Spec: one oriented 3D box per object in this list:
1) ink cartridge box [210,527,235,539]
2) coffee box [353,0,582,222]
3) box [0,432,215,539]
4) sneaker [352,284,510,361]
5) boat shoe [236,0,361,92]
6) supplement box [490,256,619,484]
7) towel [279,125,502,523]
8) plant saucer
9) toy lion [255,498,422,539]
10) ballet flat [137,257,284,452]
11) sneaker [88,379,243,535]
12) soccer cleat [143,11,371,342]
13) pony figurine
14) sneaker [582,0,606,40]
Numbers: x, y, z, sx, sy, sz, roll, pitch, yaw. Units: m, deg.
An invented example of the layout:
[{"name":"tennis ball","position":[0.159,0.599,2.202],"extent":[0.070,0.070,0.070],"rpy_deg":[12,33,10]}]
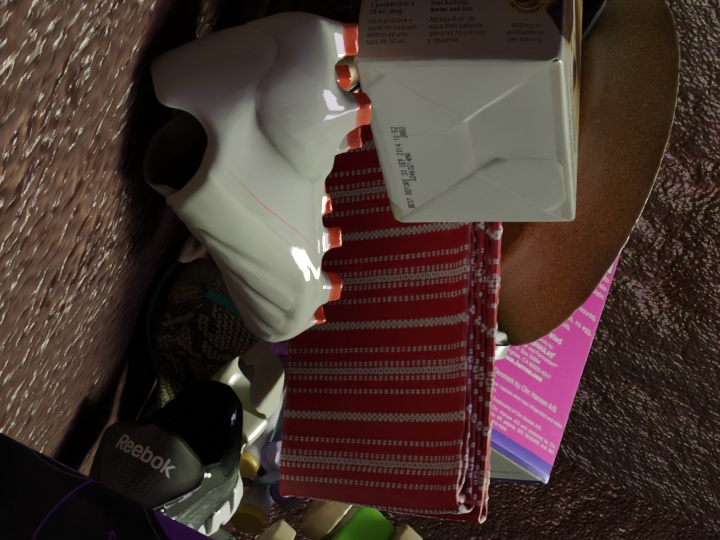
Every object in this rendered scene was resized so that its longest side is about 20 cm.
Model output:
[{"name":"ink cartridge box","position":[-0.154,0.240,0.934],"extent":[0.147,0.083,0.201],"rpy_deg":[-63,178,-38]},{"name":"coffee box","position":[0.052,-0.134,0.651],"extent":[0.113,0.079,0.202],"rpy_deg":[72,21,-60]},{"name":"box","position":[-0.114,0.171,0.505],"extent":[0.106,0.121,0.201],"rpy_deg":[113,3,-72]},{"name":"sneaker","position":[0.000,0.000,0.844],"extent":[0.082,0.200,0.075],"rpy_deg":[7,121,-42]},{"name":"boat shoe","position":[-0.010,-0.106,0.704],"extent":[0.200,0.068,0.072],"rpy_deg":[-62,177,-61]},{"name":"supplement box","position":[0.080,0.016,0.964],"extent":[0.101,0.103,0.201],"rpy_deg":[-6,-124,52]},{"name":"towel","position":[0.010,0.013,0.752],"extent":[0.144,0.022,0.202],"rpy_deg":[-1,-96,49]},{"name":"plant saucer","position":[0.094,-0.062,0.830],"extent":[0.201,0.035,0.201],"rpy_deg":[-54,-156,39]},{"name":"toy lion","position":[-0.060,0.221,0.947],"extent":[0.192,0.069,0.200],"rpy_deg":[-48,-179,-31]},{"name":"ballet flat","position":[-0.079,0.060,0.834],"extent":[0.068,0.075,0.200],"rpy_deg":[-61,177,-27]},{"name":"sneaker","position":[-0.110,0.116,0.724],"extent":[0.200,0.066,0.091],"rpy_deg":[-49,160,-50]},{"name":"soccer cleat","position":[-0.045,-0.032,0.606],"extent":[0.200,0.077,0.070],"rpy_deg":[102,-20,-62]},{"name":"pony figurine","position":[-0.053,0.067,1.019],"extent":[0.192,0.167,0.201],"rpy_deg":[-24,-150,38]},{"name":"sneaker","position":[0.041,-0.120,0.815],"extent":[0.200,0.074,0.119],"rpy_deg":[-39,-149,20]}]
